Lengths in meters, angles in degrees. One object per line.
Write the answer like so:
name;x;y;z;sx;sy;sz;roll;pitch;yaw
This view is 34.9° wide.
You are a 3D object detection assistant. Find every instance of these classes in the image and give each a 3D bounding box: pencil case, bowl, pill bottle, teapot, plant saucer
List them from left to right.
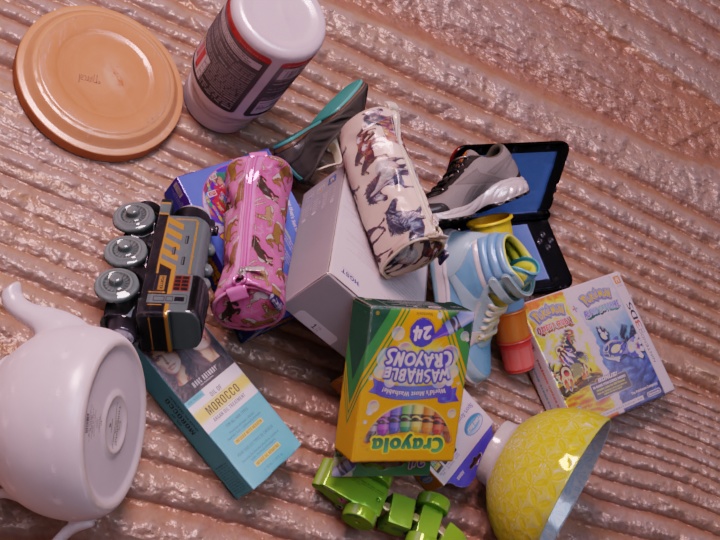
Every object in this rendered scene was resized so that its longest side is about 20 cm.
teapot;-0.301;0.147;1.097;0.145;0.198;0.200;1;38;10
plant saucer;-0.301;-0.223;1.337;0.200;0.032;0.201;12;62;-24
pill bottle;-0.131;-0.248;1.342;0.115;0.200;0.116;12;63;-25
pencil case;-0.117;-0.034;1.254;0.083;0.086;0.201;25;48;-29
pencil case;0.036;-0.094;1.299;0.078;0.089;0.201;27;40;-56
bowl;0.201;0.235;1.341;0.107;0.201;0.200;28;51;20

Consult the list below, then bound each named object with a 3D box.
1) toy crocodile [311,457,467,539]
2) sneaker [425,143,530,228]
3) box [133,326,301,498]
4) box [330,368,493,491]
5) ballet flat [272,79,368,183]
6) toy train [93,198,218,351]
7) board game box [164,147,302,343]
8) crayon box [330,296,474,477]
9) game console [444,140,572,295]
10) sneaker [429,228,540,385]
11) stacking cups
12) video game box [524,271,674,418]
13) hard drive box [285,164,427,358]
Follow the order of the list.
toy crocodile;0.035;0.273;1.290;0.199;0.062;0.068;28;55;-11
sneaker;0.118;-0.099;1.397;0.200;0.074;0.080;-25;95;-37
box;-0.160;0.141;1.238;0.200;0.049;0.082;51;53;-1
box;0.071;0.167;1.368;0.200;0.041;0.119;49;53;-4
ballet flat;-0.040;-0.169;1.444;0.069;0.068;0.200;57;47;-14
toy train;-0.213;0.002;1.217;0.113;0.085;0.200;4;44;-1
board game box;-0.123;-0.032;1.343;0.134;0.045;0.201;-22;80;-36
crayon box;0.045;0.134;1.234;0.125;0.052;0.201;4;99;-25
game console;0.202;-0.064;1.500;0.199;0.119;0.173;-6;65;-32
sneaker;0.161;0.045;1.386;0.079;0.130;0.201;-35;117;-55
stacking cups;0.183;0.029;1.452;0.060;0.060;0.201;-24;108;-36
video game box;0.307;0.110;1.529;0.199;0.047;0.183;-16;74;-35
hard drive box;0.000;0.000;1.323;0.156;0.077;0.200;42;33;-25
